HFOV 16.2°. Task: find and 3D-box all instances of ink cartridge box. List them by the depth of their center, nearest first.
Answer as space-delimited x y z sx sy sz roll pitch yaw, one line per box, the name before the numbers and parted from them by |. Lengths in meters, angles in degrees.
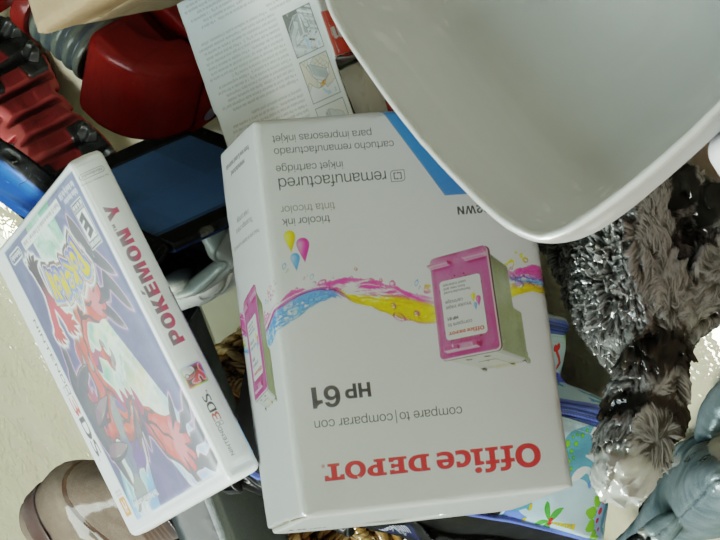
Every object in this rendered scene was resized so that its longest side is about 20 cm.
ink cartridge box | 0.017 0.025 1.273 0.085 0.144 0.201 149 114 -72
ink cartridge box | -0.042 -0.136 1.395 0.109 0.050 0.201 -20 89 45

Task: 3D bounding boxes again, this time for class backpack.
backpack | 0.047 0.081 1.419 0.183 0.199 0.148 9 84 63

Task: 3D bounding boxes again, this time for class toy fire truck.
toy fire truck | -0.169 -0.152 1.463 0.176 0.200 0.129 43 146 16

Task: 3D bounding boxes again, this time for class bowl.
bowl | 0.107 -0.126 1.168 0.200 0.200 0.075 52 -167 27

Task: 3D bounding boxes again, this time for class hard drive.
hard drive | -0.084 0.134 1.498 0.140 0.033 0.201 -70 -39 -75

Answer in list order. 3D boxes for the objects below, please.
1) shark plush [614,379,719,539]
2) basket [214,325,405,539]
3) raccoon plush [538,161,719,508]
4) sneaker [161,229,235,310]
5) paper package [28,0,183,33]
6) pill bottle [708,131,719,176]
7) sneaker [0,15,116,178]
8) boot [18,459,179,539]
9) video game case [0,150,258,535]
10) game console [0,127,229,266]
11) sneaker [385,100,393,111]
shark plush | 0.171 0.125 1.392 0.091 0.083 0.200 56 147 -4
basket | -0.051 0.139 1.605 0.200 0.149 0.143 55 163 0
raccoon plush | 0.110 0.017 1.295 0.097 0.201 0.134 39 155 -30
sneaker | -0.116 -0.014 1.615 0.078 0.099 0.200 53 147 2
paper package | -0.111 -0.246 1.322 0.190 0.103 0.201 -17 89 46
pill bottle | 0.255 -0.006 1.139 0.200 0.112 0.112 54 147 -1
sneaker | -0.216 -0.074 1.706 0.201 0.071 0.098 54 151 16
boot | -0.135 0.207 1.620 0.146 0.070 0.201 -18 100 45
video game case | -0.131 0.045 1.361 0.183 0.023 0.200 63 156 4
game console | -0.154 -0.075 1.501 0.171 0.119 0.200 40 171 -30
sneaker | 0.071 -0.117 1.313 0.108 0.067 0.202 31 138 36
